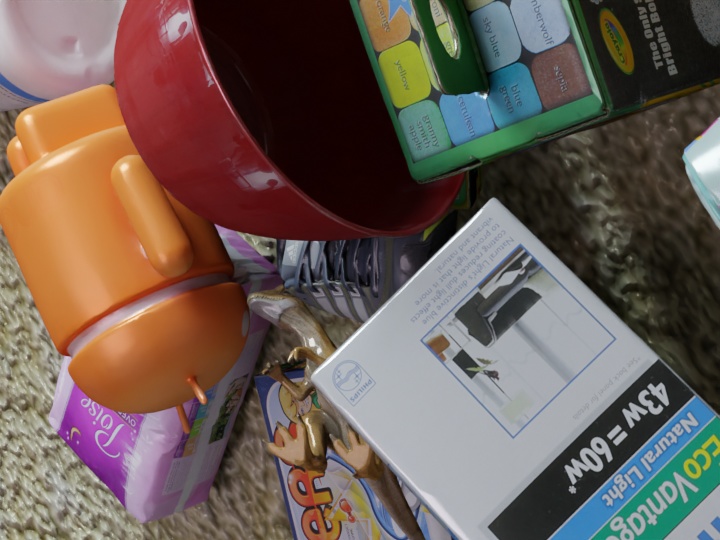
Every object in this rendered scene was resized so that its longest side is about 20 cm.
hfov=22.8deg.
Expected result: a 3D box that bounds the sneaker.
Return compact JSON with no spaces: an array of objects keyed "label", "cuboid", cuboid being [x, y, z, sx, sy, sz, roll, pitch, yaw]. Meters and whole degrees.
[{"label":"sneaker","cuboid":[0.000,0.000,0.961,0.200,0.080,0.075,164,114,-78]}]

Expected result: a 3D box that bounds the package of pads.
[{"label":"package of pads","cuboid":[-0.131,0.051,1.168,0.120,0.075,0.201,41,127,29]}]

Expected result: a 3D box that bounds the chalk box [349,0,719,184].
[{"label":"chalk box","cuboid":[0.079,-0.122,0.837,0.123,0.199,0.126,-18,91,43]}]

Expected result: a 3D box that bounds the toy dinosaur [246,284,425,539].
[{"label":"toy dinosaur","cuboid":[0.001,0.095,0.993,0.060,0.106,0.202,-26,92,20]}]

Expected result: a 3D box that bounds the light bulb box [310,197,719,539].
[{"label":"light bulb box","cuboid":[0.105,0.100,0.865,0.125,0.198,0.200,-44,67,-1]}]

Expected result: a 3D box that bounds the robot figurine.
[{"label":"robot figurine","cuboid":[-0.136,-0.004,1.037,0.143,0.116,0.202,-31,78,26]}]

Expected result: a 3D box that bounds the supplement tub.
[{"label":"supplement tub","cuboid":[-0.250,-0.168,1.173,0.199,0.131,0.134,-4,100,42]}]

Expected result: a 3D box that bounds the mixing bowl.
[{"label":"mixing bowl","cuboid":[-0.048,-0.095,0.875,0.108,0.199,0.202,-23,87,36]}]

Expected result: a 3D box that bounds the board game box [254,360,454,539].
[{"label":"board game box","cuboid":[0.014,0.151,1.093,0.135,0.034,0.202,-10,95,44]}]

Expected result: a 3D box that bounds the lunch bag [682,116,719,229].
[{"label":"lunch bag","cuboid":[0.234,-0.004,0.764,0.077,0.160,0.200,-47,69,20]}]

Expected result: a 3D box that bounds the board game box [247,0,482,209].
[{"label":"board game box","cuboid":[-0.017,-0.137,0.972,0.163,0.057,0.202,1,105,10]}]
